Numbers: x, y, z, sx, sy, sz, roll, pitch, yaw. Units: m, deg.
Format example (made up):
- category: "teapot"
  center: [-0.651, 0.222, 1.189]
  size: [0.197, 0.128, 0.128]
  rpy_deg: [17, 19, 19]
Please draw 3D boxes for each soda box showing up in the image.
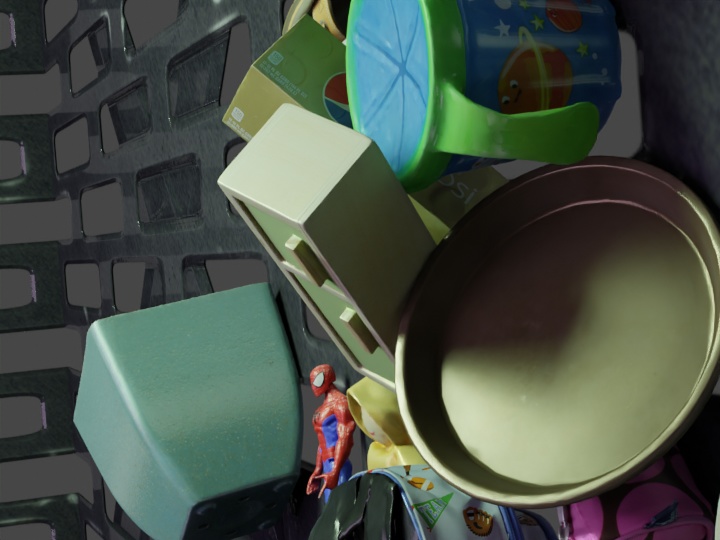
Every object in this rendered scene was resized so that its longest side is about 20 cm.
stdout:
- category: "soda box"
  center: [0.014, -0.067, 0.919]
  size: [0.200, 0.068, 0.064]
  rpy_deg: [39, 141, 1]

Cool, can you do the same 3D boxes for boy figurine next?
- category: "boy figurine"
  center: [0.031, 0.177, 1.108]
  size: [0.124, 0.064, 0.202]
  rpy_deg: [-166, 69, -71]

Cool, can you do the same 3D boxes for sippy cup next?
- category: "sippy cup"
  center: [0.073, -0.118, 0.824]
  size: [0.140, 0.129, 0.179]
  rpy_deg: [124, 136, -59]

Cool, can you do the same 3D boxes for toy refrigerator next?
- category: "toy refrigerator"
  center: [0.000, 0.000, 0.846]
  size: [0.076, 0.070, 0.200]
  rpy_deg: [27, 160, 39]

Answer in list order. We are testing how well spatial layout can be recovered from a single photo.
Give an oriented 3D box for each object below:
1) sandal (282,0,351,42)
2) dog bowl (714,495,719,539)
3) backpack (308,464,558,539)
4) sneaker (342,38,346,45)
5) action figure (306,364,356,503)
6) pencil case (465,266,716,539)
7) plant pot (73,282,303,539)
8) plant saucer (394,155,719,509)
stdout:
- category: "sandal"
  center: [-0.007, -0.208, 1.125]
  size: [0.054, 0.080, 0.200]
  rpy_deg: [53, 144, 18]
- category: "dog bowl"
  center: [0.223, 0.133, 0.551]
  size: [0.200, 0.078, 0.202]
  rpy_deg: [175, 90, -70]
- category: "backpack"
  center: [0.053, 0.217, 0.932]
  size: [0.200, 0.153, 0.192]
  rpy_deg: [-17, 85, 61]
- category: "sneaker"
  center: [0.037, -0.127, 0.991]
  size: [0.199, 0.115, 0.075]
  rpy_deg: [1, 126, 35]
- category: "action figure"
  center: [-0.022, 0.184, 1.276]
  size: [0.065, 0.051, 0.202]
  rpy_deg: [149, 116, -72]
- category: "pencil case"
  center: [0.120, 0.083, 0.800]
  size: [0.091, 0.093, 0.201]
  rpy_deg: [104, 153, -42]
- category: "plant pot"
  center: [-0.159, 0.164, 1.449]
  size: [0.201, 0.195, 0.197]
  rpy_deg: [63, 151, 29]
- category: "plant saucer"
  center: [0.107, 0.033, 0.763]
  size: [0.199, 0.029, 0.201]
  rpy_deg: [-19, 54, 28]
